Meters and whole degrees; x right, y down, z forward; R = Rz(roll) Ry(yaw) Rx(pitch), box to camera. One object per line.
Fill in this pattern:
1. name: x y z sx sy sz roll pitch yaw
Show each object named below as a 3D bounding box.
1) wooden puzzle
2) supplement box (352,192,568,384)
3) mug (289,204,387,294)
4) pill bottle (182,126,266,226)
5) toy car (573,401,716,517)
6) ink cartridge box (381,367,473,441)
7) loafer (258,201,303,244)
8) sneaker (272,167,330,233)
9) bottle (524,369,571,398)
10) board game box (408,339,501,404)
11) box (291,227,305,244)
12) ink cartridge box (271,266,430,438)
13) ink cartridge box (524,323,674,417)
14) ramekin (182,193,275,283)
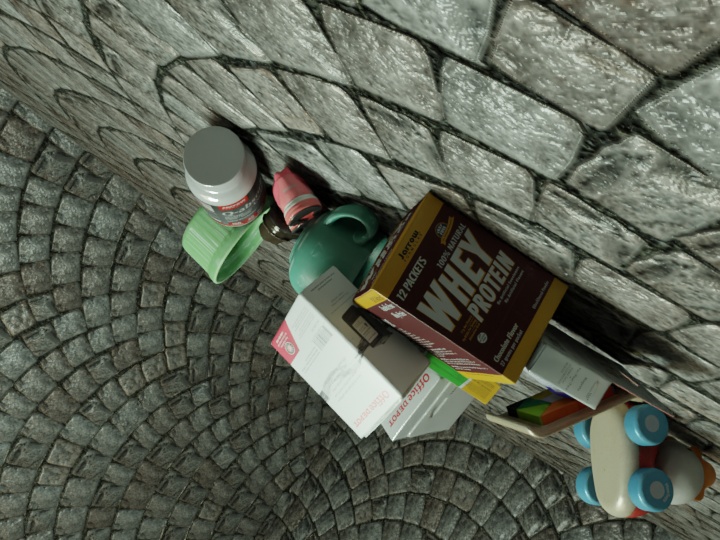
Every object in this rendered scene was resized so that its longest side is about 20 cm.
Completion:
1. wooden puzzle: 0.317 0.211 1.115 0.185 0.197 0.038 157 98 -78
2. supplement box: 0.114 0.030 0.892 0.198 0.134 0.197 33 171 -3
3. mug: -0.036 -0.031 1.105 0.113 0.187 0.152 31 -165 9
4. pill bottle: -0.220 -0.150 1.140 0.115 0.117 0.200 31 171 5
5. toy car: 0.476 0.302 1.127 0.196 0.180 0.184 6 164 -13
6. ink cartridge box: 0.082 0.146 1.147 0.145 0.148 0.201 3 -141 -45
7. loafer: -0.147 -0.074 1.270 0.073 0.071 0.200 51 -177 -1
8. sneaker: -0.098 -0.118 1.115 0.088 0.073 0.200 62 177 1
9. bottle: 0.255 0.115 1.056 0.199 0.066 0.083 36 165 -14
10. board game box: 0.148 0.099 1.085 0.152 0.041 0.200 33 -154 -1
11. box: -0.029 -0.020 1.356 0.199 0.051 0.157 37 170 -19
12. ink cartridge box: -0.017 0.120 1.011 0.200 0.083 0.146 44 137 8
13. ink cartridge box: 0.276 0.123 0.888 0.172 0.044 0.200 31 -170 -2
14. ramekin: -0.248 -0.084 1.345 0.097 0.201 0.200 39 171 2
